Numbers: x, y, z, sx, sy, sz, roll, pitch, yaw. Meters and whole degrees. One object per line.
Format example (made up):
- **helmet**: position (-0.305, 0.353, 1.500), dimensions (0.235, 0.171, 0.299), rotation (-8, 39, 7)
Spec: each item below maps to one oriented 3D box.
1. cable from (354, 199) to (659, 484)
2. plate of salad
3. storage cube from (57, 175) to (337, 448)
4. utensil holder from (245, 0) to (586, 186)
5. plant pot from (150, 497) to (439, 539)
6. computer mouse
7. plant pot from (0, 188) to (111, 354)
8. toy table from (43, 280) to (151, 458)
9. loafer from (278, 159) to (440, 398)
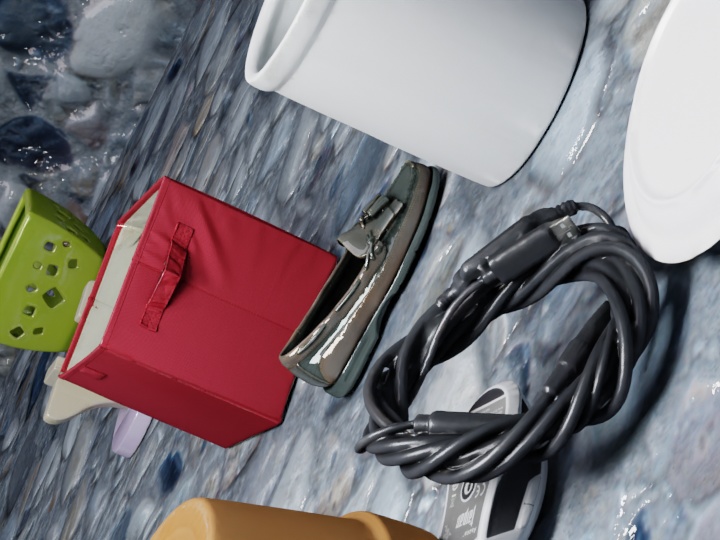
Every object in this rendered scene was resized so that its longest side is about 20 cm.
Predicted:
- **cable**: position (0.081, 0.054, 1.151), dimensions (0.200, 0.051, 0.164), rotation (-37, 36, 10)
- **plate of salad**: position (0.198, -0.099, 1.101), dimensions (0.200, 0.048, 0.201), rotation (-165, 90, -72)
- **storage cube**: position (-0.150, 0.044, 1.874), dimensions (0.200, 0.179, 0.172), rotation (-30, 38, 65)
- **utensil holder**: position (0.039, -0.170, 1.488), dimensions (0.170, 0.199, 0.170), rotation (-57, 16, 27)
- **plant pot**: position (-0.056, 0.215, 1.152), dimensions (0.200, 0.139, 0.201), rotation (-51, 23, 32)
- **computer mouse**: position (0.074, 0.159, 1.157), dimensions (0.110, 0.044, 0.201), rotation (-35, 37, 61)
- **plant pot**: position (-0.442, 0.017, 2.974), dimensions (0.201, 0.181, 0.199), rotation (-64, 14, 8)
- **toy table**: position (-0.293, 0.111, 2.419), dimensions (0.184, 0.117, 0.201), rotation (-52, 21, 45)
- **loafer**: position (0.000, 0.000, 1.634), dimensions (0.201, 0.063, 0.072), rotation (-67, 14, -2)
